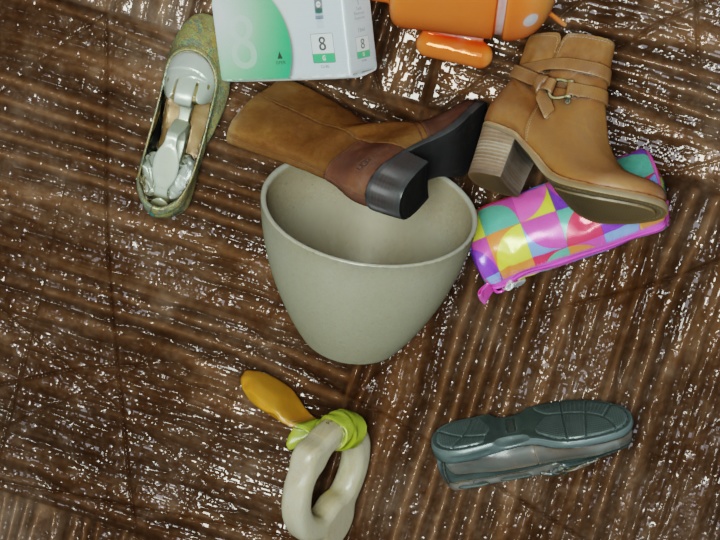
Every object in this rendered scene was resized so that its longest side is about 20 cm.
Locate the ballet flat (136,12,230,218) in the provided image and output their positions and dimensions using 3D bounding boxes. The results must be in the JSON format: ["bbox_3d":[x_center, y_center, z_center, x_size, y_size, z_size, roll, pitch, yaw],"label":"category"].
[{"bbox_3d":[-0.171,-0.146,1.214,0.070,0.071,0.203,17,100,3],"label":"ballet flat"}]

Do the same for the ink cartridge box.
[{"bbox_3d":[-0.069,-0.276,1.148,0.159,0.050,0.203,5,110,38],"label":"ink cartridge box"}]

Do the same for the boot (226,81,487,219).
[{"bbox_3d":[0.003,-0.133,1.189,0.198,0.188,0.069,25,141,26],"label":"boot"}]

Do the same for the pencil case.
[{"bbox_3d":[0.192,-0.042,1.187,0.197,0.088,0.090,-23,96,9],"label":"pencil case"}]

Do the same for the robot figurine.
[{"bbox_3d":[0.095,-0.273,1.144,0.196,0.117,0.146,8,76,4],"label":"robot figurine"}]

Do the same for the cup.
[{"bbox_3d":[0.000,0.000,1.172,0.197,0.201,0.145,11,122,4],"label":"cup"}]

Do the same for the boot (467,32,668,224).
[{"bbox_3d":[0.205,-0.131,1.138,0.198,0.077,0.157,16,76,38],"label":"boot"}]

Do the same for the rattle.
[{"bbox_3d":[-0.069,0.221,1.261,0.141,0.131,0.202,12,126,14],"label":"rattle"}]

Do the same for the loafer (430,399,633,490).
[{"bbox_3d":[0.170,0.174,1.238,0.197,0.072,0.064,-8,118,13],"label":"loafer"}]
